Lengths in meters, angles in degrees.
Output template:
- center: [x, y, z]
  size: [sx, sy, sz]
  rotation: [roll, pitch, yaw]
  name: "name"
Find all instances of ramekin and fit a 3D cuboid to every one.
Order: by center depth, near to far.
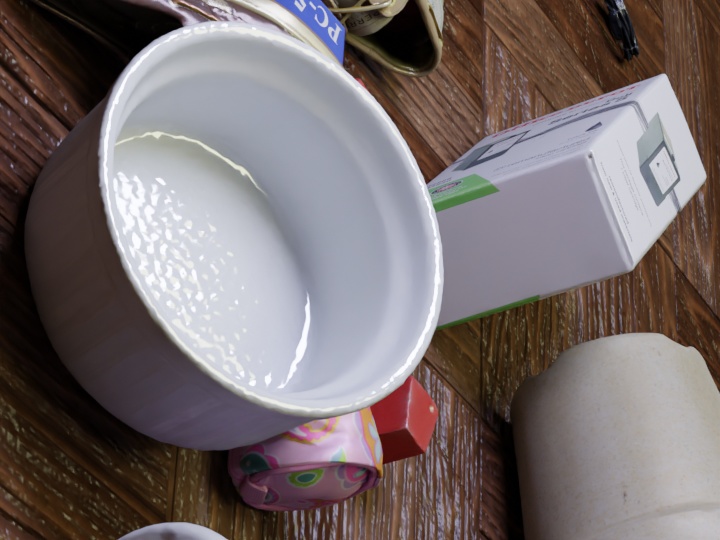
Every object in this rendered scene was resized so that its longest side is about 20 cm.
- center: [-0.066, -0.010, 1.285]
  size: [0.200, 0.098, 0.201]
  rotation: [18, 58, -32]
  name: "ramekin"

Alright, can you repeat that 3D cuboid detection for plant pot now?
- center: [0.179, 0.149, 1.681]
  size: [0.200, 0.200, 0.184]
  rotation: [40, 30, -50]
  name: "plant pot"

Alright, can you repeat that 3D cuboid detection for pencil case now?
- center: [-0.039, 0.025, 1.409]
  size: [0.087, 0.087, 0.201]
  rotation: [25, 52, -58]
  name: "pencil case"

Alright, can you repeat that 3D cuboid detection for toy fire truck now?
- center: [0.000, 0.000, 1.540]
  size: [0.141, 0.049, 0.200]
  rotation: [56, 29, -34]
  name: "toy fire truck"

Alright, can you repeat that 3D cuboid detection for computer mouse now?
- center: [0.179, -0.252, 2.100]
  size: [0.059, 0.034, 0.201]
  rotation: [-93, 162, -65]
  name: "computer mouse"

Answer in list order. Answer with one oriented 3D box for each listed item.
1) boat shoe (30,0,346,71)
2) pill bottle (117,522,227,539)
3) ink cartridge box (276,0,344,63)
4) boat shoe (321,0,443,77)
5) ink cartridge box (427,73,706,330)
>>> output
- center: [-0.092, -0.114, 1.358]
  size: [0.200, 0.072, 0.072]
  rotation: [36, 52, -22]
  name: "boat shoe"
- center: [-0.049, 0.205, 1.238]
  size: [0.200, 0.112, 0.113]
  rotation: [45, 37, -46]
  name: "pill bottle"
- center: [-0.078, -0.153, 1.474]
  size: [0.200, 0.044, 0.094]
  rotation: [46, 36, -43]
  name: "ink cartridge box"
- center: [0.002, -0.176, 1.625]
  size: [0.200, 0.074, 0.067]
  rotation: [28, 45, -57]
  name: "boat shoe"
- center: [0.125, -0.046, 1.713]
  size: [0.084, 0.145, 0.200]
  rotation: [67, 25, -9]
  name: "ink cartridge box"
